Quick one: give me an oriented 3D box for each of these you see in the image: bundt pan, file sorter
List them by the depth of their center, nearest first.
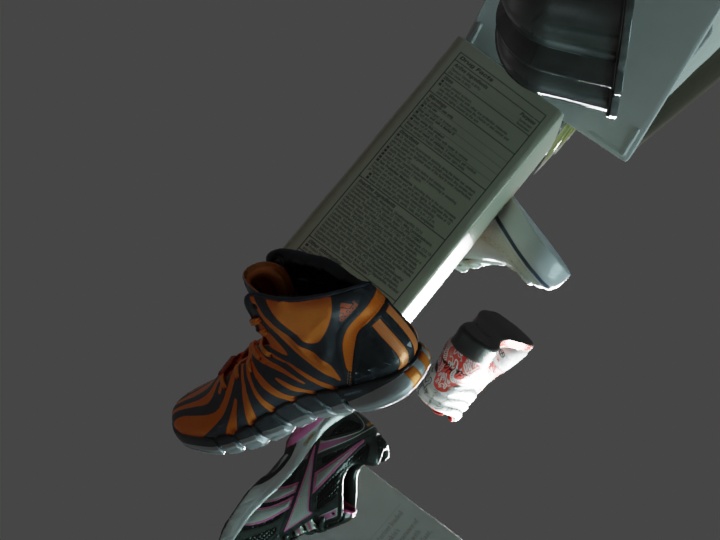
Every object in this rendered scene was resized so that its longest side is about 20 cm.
[{"bbox_3d":[0.119,-0.188,1.382,0.202,0.076,0.202,6,90,-88],"label":"bundt pan"},{"bbox_3d":[0.185,-0.206,1.636,0.125,0.139,0.200,-49,170,-43],"label":"file sorter"}]

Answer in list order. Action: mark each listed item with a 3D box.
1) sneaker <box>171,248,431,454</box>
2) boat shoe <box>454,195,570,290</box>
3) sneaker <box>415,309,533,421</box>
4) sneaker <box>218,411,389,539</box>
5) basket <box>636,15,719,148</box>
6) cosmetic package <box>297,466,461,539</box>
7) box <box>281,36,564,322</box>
[{"bbox_3d":[-0.059,0.046,1.579,0.200,0.112,0.078,-21,-152,29],"label":"sneaker"},{"bbox_3d":[0.082,-0.030,1.745,0.070,0.200,0.071,-41,128,1],"label":"boat shoe"},{"bbox_3d":[0.123,0.108,2.723,0.108,0.067,0.201,-54,167,14],"label":"sneaker"},{"bbox_3d":[-0.050,0.207,2.171,0.200,0.086,0.080,-55,169,16],"label":"sneaker"},{"bbox_3d":[0.235,-0.197,1.908,0.200,0.136,0.180,-47,128,5],"label":"basket"},{"bbox_3d":[-0.011,0.318,2.374,0.165,0.200,0.165,-46,168,-36],"label":"cosmetic package"},{"bbox_3d":[0.040,-0.049,1.645,0.200,0.095,0.078,-49,171,-14],"label":"box"}]
